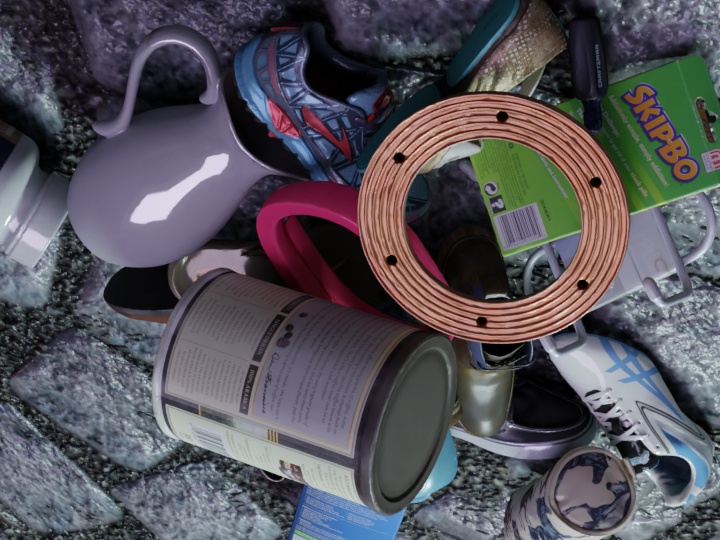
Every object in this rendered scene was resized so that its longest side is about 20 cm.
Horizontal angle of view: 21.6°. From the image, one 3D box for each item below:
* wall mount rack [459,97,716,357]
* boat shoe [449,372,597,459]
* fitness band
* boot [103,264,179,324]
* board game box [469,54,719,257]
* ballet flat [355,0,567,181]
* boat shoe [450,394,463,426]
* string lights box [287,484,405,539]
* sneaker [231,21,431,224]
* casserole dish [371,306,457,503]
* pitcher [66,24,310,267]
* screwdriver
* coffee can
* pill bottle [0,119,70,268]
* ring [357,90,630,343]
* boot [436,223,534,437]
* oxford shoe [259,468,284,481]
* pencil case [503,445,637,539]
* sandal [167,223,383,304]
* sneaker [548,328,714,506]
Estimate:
[{"bbox_3d":[0.171,-0.035,1.473,0.200,0.074,0.174,-30,80,43],"label":"wall mount rack"},{"bbox_3d":[0.110,0.110,1.664,0.199,0.070,0.066,14,141,23],"label":"boat shoe"},{"bbox_3d":[0.000,0.000,1.495,0.143,0.038,0.200,6,145,38],"label":"fitness band"},{"bbox_3d":[-0.123,0.069,1.738,0.187,0.069,0.200,-5,139,12],"label":"boot"},{"bbox_3d":[0.179,-0.084,1.393,0.199,0.030,0.096,-19,90,33],"label":"board game box"},{"bbox_3d":[0.079,-0.121,1.393,0.065,0.071,0.200,30,125,-23],"label":"ballet flat"},{"bbox_3d":[-0.012,0.099,1.598,0.199,0.073,0.065,-2,108,15],"label":"boat shoe"},{"bbox_3d":[-0.007,0.225,1.844,0.102,0.059,0.200,20,140,3],"label":"string lights box"},{"bbox_3d":[-0.006,-0.112,1.461,0.200,0.079,0.095,43,134,-22],"label":"sneaker"},{"bbox_3d":[0.011,0.126,1.661,0.121,0.039,0.201,-7,112,28],"label":"casserole dish"},{"bbox_3d":[-0.157,-0.099,1.521,0.200,0.121,0.172,-28,115,32],"label":"pitcher"},{"bbox_3d":[0.170,-0.085,1.369,0.028,0.029,0.201,-1,98,29],"label":"screwdriver"},{"bbox_3d":[-0.043,0.093,1.492,0.199,0.147,0.147,17,141,24],"label":"coffee can"},{"bbox_3d":[-0.346,-0.088,1.619,0.200,0.111,0.111,32,139,-11],"label":"pill bottle"},{"bbox_3d":[0.097,-0.039,1.379,0.199,0.019,0.201,5,117,9],"label":"ring"},{"bbox_3d":[0.100,0.071,1.554,0.074,0.097,0.201,-11,119,-6],"label":"boot"},{"bbox_3d":[-0.094,0.112,1.675,0.071,0.073,0.200,-8,140,19],"label":"oxford shoe"},{"bbox_3d":[0.185,0.208,1.670,0.078,0.089,0.200,53,164,8],"label":"pencil case"},{"bbox_3d":[-0.070,0.005,1.596,0.199,0.054,0.081,-2,101,10],"label":"sandal"},{"bbox_3d":[0.232,0.124,1.614,0.200,0.073,0.072,44,137,-21],"label":"sneaker"}]
